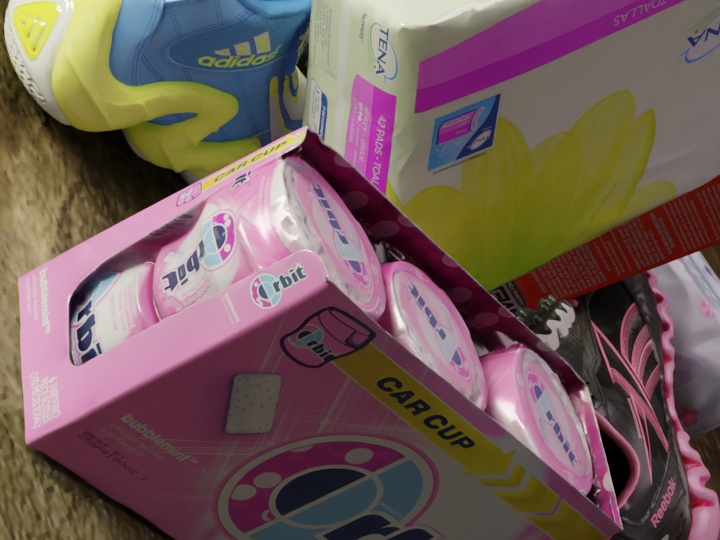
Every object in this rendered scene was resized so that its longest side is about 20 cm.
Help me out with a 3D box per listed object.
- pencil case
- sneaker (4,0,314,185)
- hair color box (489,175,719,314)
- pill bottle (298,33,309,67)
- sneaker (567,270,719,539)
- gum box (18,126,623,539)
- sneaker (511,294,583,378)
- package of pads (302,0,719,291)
[{"bbox_3d":[0.150,-0.004,1.178,0.201,0.090,0.083,59,21,-13],"label":"pencil case"},{"bbox_3d":[-0.040,-0.082,0.794,0.200,0.104,0.076,6,60,-65],"label":"sneaker"},{"bbox_3d":[0.132,-0.058,1.035,0.061,0.198,0.102,53,20,-54],"label":"hair color box"},{"bbox_3d":[0.058,-0.104,0.948,0.199,0.107,0.106,29,28,-7],"label":"pill bottle"},{"bbox_3d":[0.111,0.057,1.052,0.095,0.079,0.202,15,49,-48],"label":"sneaker"},{"bbox_3d":[-0.012,0.044,0.698,0.200,0.113,0.067,40,30,-45],"label":"gum box"},{"bbox_3d":[0.066,0.082,0.917,0.091,0.066,0.200,61,24,-13],"label":"sneaker"},{"bbox_3d":[0.069,-0.074,0.801,0.068,0.199,0.155,44,-35,33],"label":"package of pads"}]
